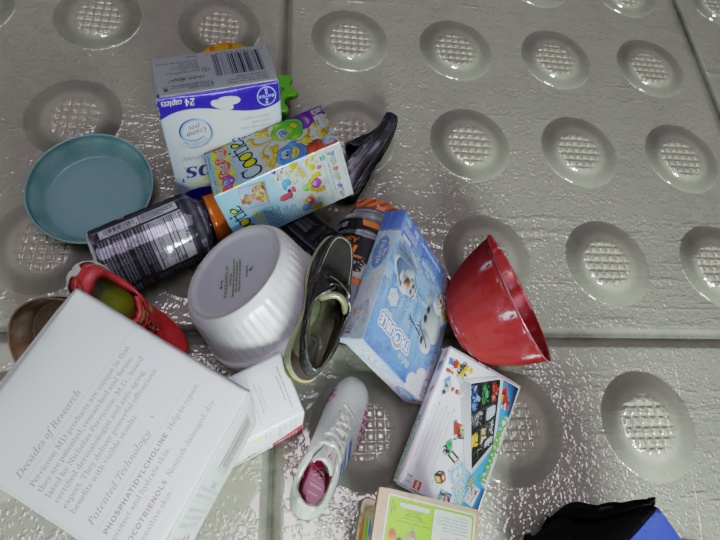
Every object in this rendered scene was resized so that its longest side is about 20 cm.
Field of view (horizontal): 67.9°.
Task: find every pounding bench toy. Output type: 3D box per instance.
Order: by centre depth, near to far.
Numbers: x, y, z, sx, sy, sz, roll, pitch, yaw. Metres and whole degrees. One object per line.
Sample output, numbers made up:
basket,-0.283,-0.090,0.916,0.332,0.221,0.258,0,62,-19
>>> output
pounding bench toy,0.091,0.361,0.655,0.192,0.157,0.128,13,62,-2

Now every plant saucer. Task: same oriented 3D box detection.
plant saucer,-0.357,0.115,0.694,0.193,0.206,0.035,19,30,1
plant saucer,-0.432,-0.127,0.864,0.191,0.036,0.208,4,65,-8

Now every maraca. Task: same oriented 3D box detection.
maraca,-0.209,-0.335,0.956,0.194,0.108,0.141,22,63,1

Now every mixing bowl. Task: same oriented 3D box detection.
mixing bowl,0.195,0.062,0.812,0.106,0.199,0.206,-27,67,19

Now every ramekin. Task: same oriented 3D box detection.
ramekin,-0.152,0.028,0.750,0.196,0.095,0.208,-17,45,18

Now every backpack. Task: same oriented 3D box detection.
backpack,0.288,0.390,0.652,0.158,0.200,0.172,-24,80,-21

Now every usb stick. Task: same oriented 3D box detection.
usb stick,-0.088,-0.070,0.838,0.055,0.033,0.199,-35,39,-14

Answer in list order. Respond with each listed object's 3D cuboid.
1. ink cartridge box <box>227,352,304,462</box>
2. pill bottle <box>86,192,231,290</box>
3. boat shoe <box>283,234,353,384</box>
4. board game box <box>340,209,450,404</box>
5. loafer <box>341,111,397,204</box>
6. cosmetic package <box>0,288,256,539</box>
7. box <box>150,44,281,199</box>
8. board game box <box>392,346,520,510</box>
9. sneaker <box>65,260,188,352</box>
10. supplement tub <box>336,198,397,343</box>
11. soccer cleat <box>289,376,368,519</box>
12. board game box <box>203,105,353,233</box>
ink cartridge box,-0.176,0.205,0.691,0.194,0.146,0.085,-23,70,-18
pill bottle,-0.297,-0.047,0.810,0.195,0.107,0.108,-26,71,-20
boat shoe,-0.040,0.043,0.684,0.071,0.065,0.207,30,61,-26
board game box,0.066,0.058,0.781,0.042,0.201,0.205,0,57,36
loafer,0.005,-0.213,0.956,0.069,0.068,0.204,31,67,-3
cosmetic package,-0.226,0.161,0.528,0.195,0.168,0.170,28,66,4
box,-0.216,-0.225,0.845,0.177,0.204,0.107,-13,53,-15
board game box,0.140,0.232,0.765,0.123,0.035,0.205,27,73,-4
sneaker,-0.307,0.068,0.721,0.083,0.201,0.079,5,56,46
supplement tub,0.000,0.000,0.827,0.118,0.124,0.206,20,63,1
soccer cleat,-0.035,0.237,0.731,0.068,0.087,0.205,23,63,3
board game box,-0.123,-0.146,0.816,0.194,0.107,0.105,-24,50,-5
